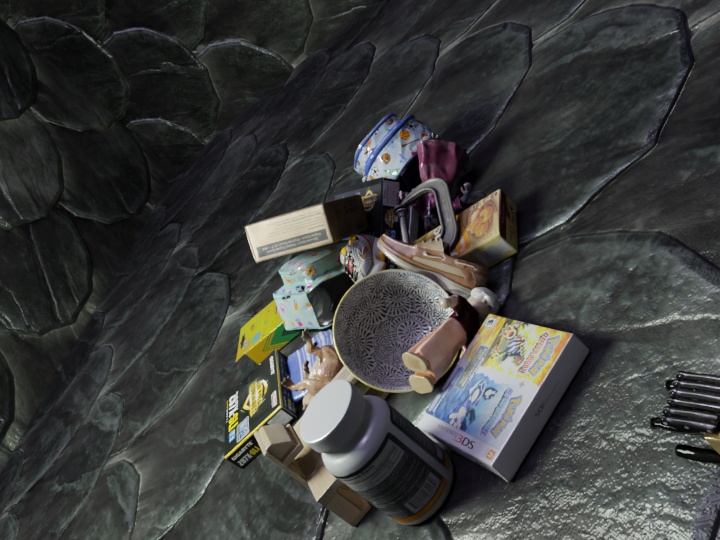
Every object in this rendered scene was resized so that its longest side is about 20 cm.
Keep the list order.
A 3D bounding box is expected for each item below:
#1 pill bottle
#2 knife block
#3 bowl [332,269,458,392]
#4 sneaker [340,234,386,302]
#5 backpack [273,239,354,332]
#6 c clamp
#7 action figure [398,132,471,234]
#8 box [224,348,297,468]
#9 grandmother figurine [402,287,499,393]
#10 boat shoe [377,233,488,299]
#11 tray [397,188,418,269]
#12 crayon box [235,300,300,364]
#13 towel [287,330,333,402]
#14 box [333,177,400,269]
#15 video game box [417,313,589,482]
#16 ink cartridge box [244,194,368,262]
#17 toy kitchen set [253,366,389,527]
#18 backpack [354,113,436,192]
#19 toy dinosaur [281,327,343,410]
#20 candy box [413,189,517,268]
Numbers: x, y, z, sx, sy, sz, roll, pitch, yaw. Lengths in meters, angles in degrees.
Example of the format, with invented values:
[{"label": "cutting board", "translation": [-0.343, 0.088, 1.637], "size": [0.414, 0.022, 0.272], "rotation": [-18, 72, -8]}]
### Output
[{"label": "pill bottle", "translation": [0.021, 0.238, 1.016], "size": [0.116, 0.200, 0.117], "rotation": [-37, 26, 22]}, {"label": "knife block", "translation": [0.381, 0.157, 0.719], "size": [0.198, 0.176, 0.064], "rotation": [25, 69, 18]}, {"label": "bowl", "translation": [0.057, 0.108, 1.225], "size": [0.202, 0.199, 0.094], "rotation": [-58, -13, -20]}, {"label": "sneaker", "translation": [0.000, 0.000, 1.336], "size": [0.201, 0.081, 0.079], "rotation": [-81, 6, -63]}, {"label": "backpack", "translation": [-0.073, 0.035, 1.466], "size": [0.175, 0.154, 0.199], "rotation": [-30, 3, -35]}, {"label": "c clamp", "translation": [0.097, -0.067, 1.361], "size": [0.170, 0.027, 0.202], "rotation": [-28, 48, 34]}, {"label": "action figure", "translation": [0.141, -0.154, 1.495], "size": [0.149, 0.132, 0.203], "rotation": [98, -178, -79]}, {"label": "box", "translation": [-0.201, 0.270, 1.528], "size": [0.160, 0.049, 0.201], "rotation": [-45, 25, 14]}, {"label": "grandmother figurine", "translation": [0.140, 0.088, 1.143], "size": [0.060, 0.122, 0.200], "rotation": [19, 43, 37]}, {"label": "boat shoe", "translation": [0.121, -0.016, 1.263], "size": [0.072, 0.199, 0.076], "rotation": [-62, -18, 2]}, {"label": "tray", "translation": [0.094, -0.061, 1.496], "size": [0.201, 0.022, 0.108], "rotation": [-81, 3, -50]}, {"label": "crayon box", "translation": [-0.191, 0.123, 1.717], "size": [0.199, 0.051, 0.127], "rotation": [-38, 26, 21]}, {"label": "towel", "translation": [-0.066, 0.154, 1.498], "size": [0.200, 0.024, 0.145], "rotation": [-43, 26, 15]}, {"label": "box", "translation": [0.005, -0.075, 1.569], "size": [0.199, 0.049, 0.201], "rotation": [-3, 81, 59]}, {"label": "video game box", "translation": [0.186, 0.162, 1.039], "size": [0.201, 0.047, 0.182], "rotation": [-55, 27, -12]}, {"label": "ink cartridge box", "translation": [-0.094, -0.080, 1.442], "size": [0.163, 0.076, 0.200], "rotation": [-15, 5, 22]}, {"label": "toy kitchen set", "translation": [-0.042, 0.234, 1.173], "size": [0.181, 0.163, 0.200], "rotation": [-49, 25, -1]}, {"label": "backpack", "translation": [0.079, -0.239, 1.617], "size": [0.201, 0.153, 0.191], "rotation": [-54, 1, -10]}, {"label": "toy dinosaur", "translation": [-0.053, 0.187, 1.373], "size": [0.086, 0.135, 0.202], "rotation": [-6, -56, -64]}, {"label": "candy box", "translation": [0.176, -0.041, 1.331], "size": [0.199, 0.055, 0.116], "rotation": [-31, 32, 34]}]
